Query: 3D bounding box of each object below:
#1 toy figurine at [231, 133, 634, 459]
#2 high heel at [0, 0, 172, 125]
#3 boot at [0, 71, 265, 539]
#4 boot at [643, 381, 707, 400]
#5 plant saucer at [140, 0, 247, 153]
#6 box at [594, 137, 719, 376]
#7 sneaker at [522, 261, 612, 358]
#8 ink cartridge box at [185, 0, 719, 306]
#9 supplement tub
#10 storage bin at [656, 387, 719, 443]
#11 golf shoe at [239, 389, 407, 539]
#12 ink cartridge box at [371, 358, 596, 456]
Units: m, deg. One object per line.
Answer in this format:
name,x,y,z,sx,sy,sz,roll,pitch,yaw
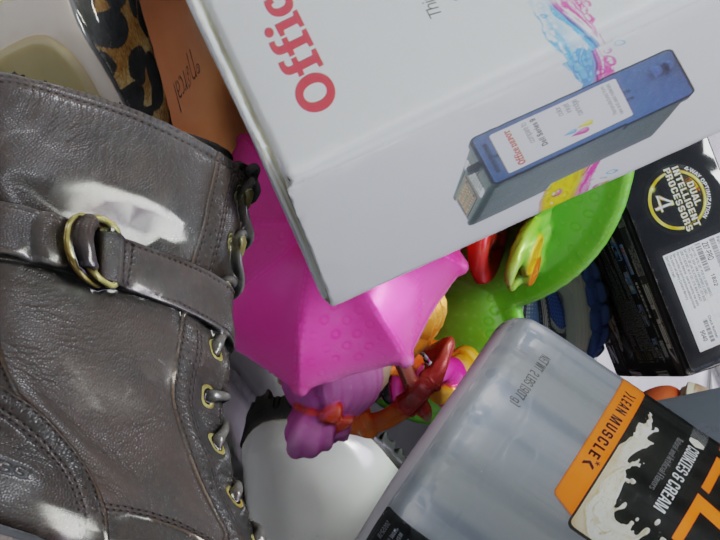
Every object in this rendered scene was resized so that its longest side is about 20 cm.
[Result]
toy figurine,0.000,0.000,0.922,0.184,0.149,0.201,-45,145,-60
high heel,-0.082,-0.115,0.860,0.143,0.071,0.201,-55,130,-39
boot,-0.047,0.040,0.728,0.199,0.069,0.175,29,52,-31
boot,0.080,0.125,1.132,0.201,0.107,0.075,-61,168,-10
plant saucer,-0.072,-0.090,0.968,0.200,0.032,0.202,-3,90,-68
box,0.104,-0.054,1.083,0.161,0.049,0.201,149,-80,-82
sneaker,0.032,-0.036,1.064,0.085,0.077,0.201,-30,98,-30
ink cartridge box,0.045,-0.102,0.811,0.088,0.199,0.146,72,-7,-59
supplement tub,0.101,0.117,0.877,0.123,0.199,0.123,-56,176,-6
storage bin,0.114,0.132,0.993,0.146,0.198,0.135,-90,166,-63
golf shoe,-0.011,0.147,1.035,0.095,0.077,0.201,-57,138,-56
ink cartridge box,0.057,0.004,1.217,0.146,0.083,0.201,59,35,-50
